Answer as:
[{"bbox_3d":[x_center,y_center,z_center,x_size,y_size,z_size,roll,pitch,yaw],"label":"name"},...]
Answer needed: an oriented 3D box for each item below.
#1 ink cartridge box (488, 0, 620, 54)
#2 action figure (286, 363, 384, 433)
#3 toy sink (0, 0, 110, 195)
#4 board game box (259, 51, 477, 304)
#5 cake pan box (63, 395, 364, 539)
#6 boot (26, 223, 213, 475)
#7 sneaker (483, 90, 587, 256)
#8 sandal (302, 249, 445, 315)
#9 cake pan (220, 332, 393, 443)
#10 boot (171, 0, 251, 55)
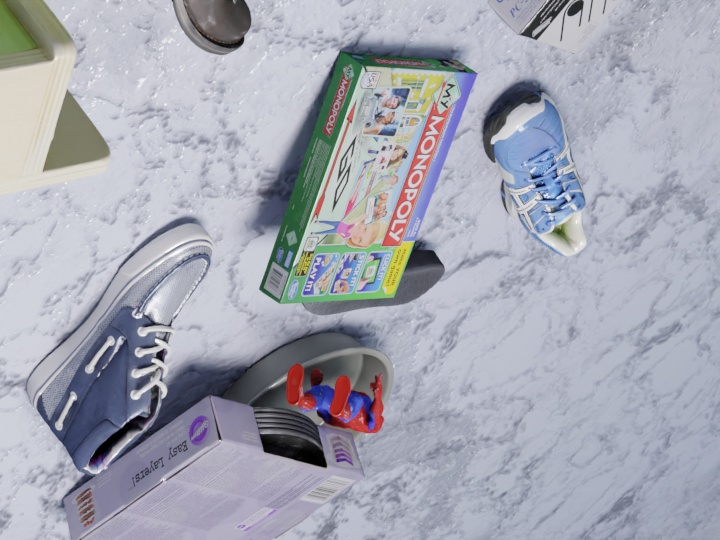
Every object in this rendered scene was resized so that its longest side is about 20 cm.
[{"bbox_3d":[0.193,-0.260,1.630,0.200,0.044,0.094,-50,151,20],"label":"ink cartridge box"},{"bbox_3d":[-0.015,0.111,1.825,0.200,0.065,0.052,50,49,-75],"label":"action figure"},{"bbox_3d":[-0.244,-0.121,1.235,0.200,0.130,0.112,-14,143,-37],"label":"toy sink"},{"bbox_3d":[0.006,-0.070,1.651,0.134,0.029,0.200,-2,119,-47],"label":"board game box"},{"bbox_3d":[-0.123,0.186,1.824,0.200,0.052,0.184,-37,146,30],"label":"cake pan box"},{"bbox_3d":[-0.166,0.062,1.632,0.200,0.090,0.073,-48,150,17],"label":"boot"},{"bbox_3d":[0.159,-0.082,1.815,0.076,0.077,0.200,-35,150,-3],"label":"sneaker"},{"bbox_3d":[0.000,0.000,1.798,0.076,0.043,0.200,-40,161,20],"label":"sandal"},{"bbox_3d":[-0.062,0.129,1.907,0.200,0.037,0.200,-29,150,-18],"label":"cake pan"},{"bbox_3d":[-0.051,-0.224,1.328,0.174,0.069,0.200,-24,151,7],"label":"boot"}]
